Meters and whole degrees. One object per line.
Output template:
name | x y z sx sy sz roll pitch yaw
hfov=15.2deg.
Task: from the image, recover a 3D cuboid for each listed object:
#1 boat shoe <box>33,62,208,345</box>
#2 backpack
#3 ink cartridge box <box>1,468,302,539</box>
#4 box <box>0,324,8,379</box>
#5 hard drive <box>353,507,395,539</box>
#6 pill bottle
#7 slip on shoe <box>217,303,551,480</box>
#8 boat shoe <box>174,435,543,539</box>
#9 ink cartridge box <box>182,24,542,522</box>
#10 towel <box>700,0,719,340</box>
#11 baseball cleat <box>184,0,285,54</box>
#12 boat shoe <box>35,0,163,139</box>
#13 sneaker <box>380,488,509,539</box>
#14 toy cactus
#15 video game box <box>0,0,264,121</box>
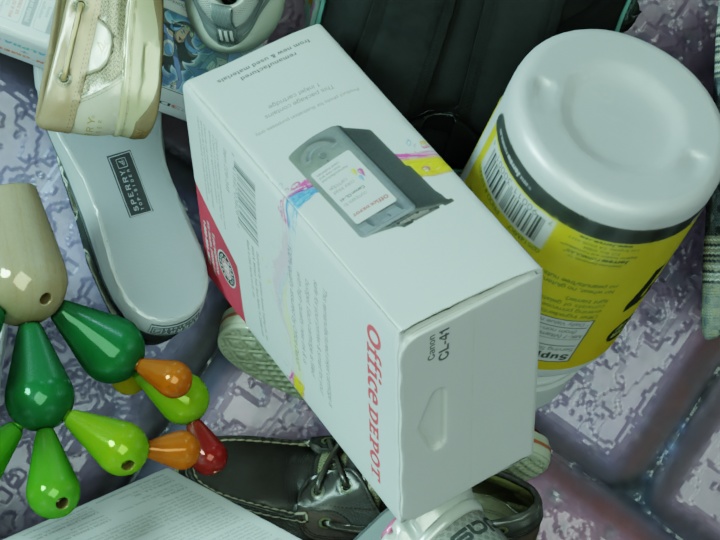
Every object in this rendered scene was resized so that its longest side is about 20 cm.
boat shoe | -0.132 -0.055 1.419 0.068 0.057 0.201 -10 74 -20
backpack | 0.055 -0.158 1.392 0.175 0.154 0.201 8 119 -10
ink cartridge box | -0.097 0.172 1.311 0.162 0.200 0.050 -22 122 -34
box | -0.276 0.079 1.389 0.176 0.097 0.201 7 91 -9
hard drive | 0.032 0.229 1.429 0.132 0.027 0.200 -43 123 0
pill bottle | 0.097 -0.019 1.360 0.114 0.200 0.115 9 54 -13
slip on shoe | 0.019 0.055 1.448 0.199 0.074 0.061 28 58 -13
boat shoe | 0.001 0.113 1.430 0.199 0.065 0.073 9 48 -6
ink cartridge box | 0.000 0.000 1.318 0.085 0.148 0.200 -27 53 -20
towel | 0.205 -0.060 1.408 0.034 0.200 0.194 4 92 11
baseball cleat | -0.054 -0.212 1.347 0.069 0.106 0.201 0 75 -1
boat shoe | -0.132 -0.166 1.336 0.064 0.071 0.201 2 78 -14
sneaker | 0.019 0.205 1.334 0.087 0.074 0.200 36 95 25
toy cactus | -0.162 0.042 1.327 0.199 0.102 0.166 -4 77 -31
video game box | -0.121 -0.194 1.405 0.181 0.047 0.201 20 74 -6
